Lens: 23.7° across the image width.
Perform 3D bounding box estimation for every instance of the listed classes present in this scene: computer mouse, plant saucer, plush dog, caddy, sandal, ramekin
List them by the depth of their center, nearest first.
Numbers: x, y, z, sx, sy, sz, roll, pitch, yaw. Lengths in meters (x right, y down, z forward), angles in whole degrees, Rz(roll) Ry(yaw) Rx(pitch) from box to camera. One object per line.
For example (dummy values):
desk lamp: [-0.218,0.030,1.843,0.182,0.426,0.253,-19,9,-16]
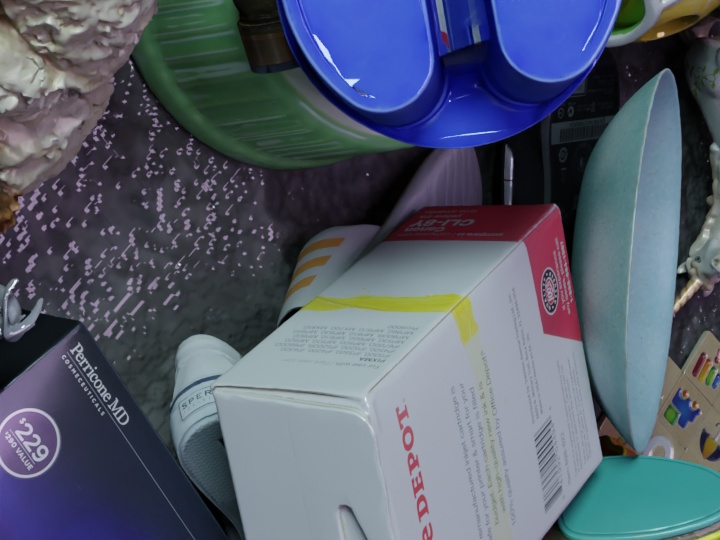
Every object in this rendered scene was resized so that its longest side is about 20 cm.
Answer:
caddy: [0.029,-0.147,0.666,0.140,0.105,0.201,-9,96,4]
plush dog: [-0.134,-0.107,0.691,0.160,0.172,0.201,18,51,-9]
ramekin: [-0.010,-0.148,0.829,0.199,0.097,0.201,-3,95,-34]
sandal: [0.002,0.006,0.881,0.207,0.059,0.079,-56,139,-42]
plant saucer: [0.139,-0.006,0.903,0.201,0.038,0.202,4,90,-73]
computer mouse: [0.085,-0.026,0.932,0.140,0.046,0.201,-19,114,-45]

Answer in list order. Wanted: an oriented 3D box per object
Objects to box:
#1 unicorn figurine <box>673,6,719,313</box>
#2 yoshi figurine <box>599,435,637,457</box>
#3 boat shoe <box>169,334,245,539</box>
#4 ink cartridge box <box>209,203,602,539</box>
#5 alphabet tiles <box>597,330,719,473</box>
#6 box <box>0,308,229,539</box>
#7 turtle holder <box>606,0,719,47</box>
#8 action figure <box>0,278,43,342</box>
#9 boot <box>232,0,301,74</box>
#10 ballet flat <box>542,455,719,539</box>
unicorn figurine: [0.227,-0.073,0.994,0.073,0.137,0.201,2,77,-28]
yoshi figurine: [0.181,0.192,0.999,0.200,0.112,0.112,44,29,-14]
boat shoe: [-0.037,0.108,0.845,0.073,0.067,0.201,-18,132,3]
ink cartridge box: [0.028,0.073,0.790,0.200,0.083,0.146,-40,125,-51]
alphabet tiles: [0.189,0.145,1.043,0.166,0.006,0.200,45,69,-29]
box: [-0.139,0.140,0.777,0.141,0.079,0.201,-43,115,-27]
turtle holder: [0.148,-0.177,0.906,0.186,0.140,0.132,52,51,-34]
action figure: [-0.209,0.052,0.638,0.199,0.069,0.131,-25,137,-19]
boot: [0.024,-0.168,0.746,0.199,0.075,0.097,-30,113,-27]
ballet flat: [0.098,0.138,0.897,0.067,0.199,0.067,-85,168,-50]
